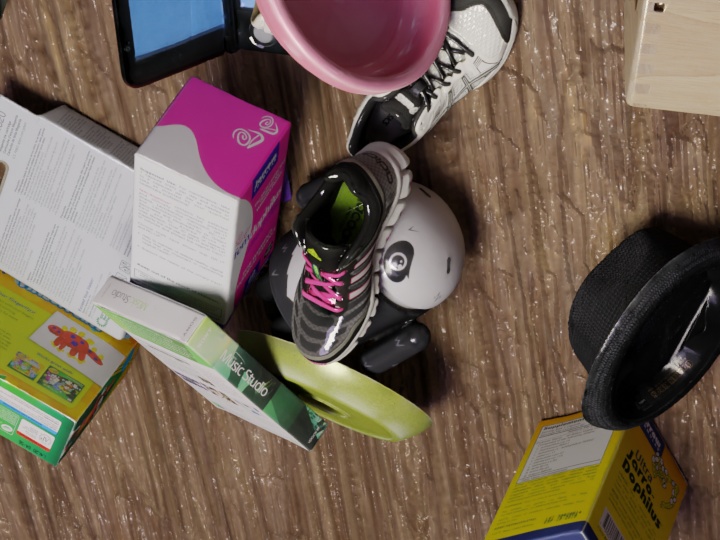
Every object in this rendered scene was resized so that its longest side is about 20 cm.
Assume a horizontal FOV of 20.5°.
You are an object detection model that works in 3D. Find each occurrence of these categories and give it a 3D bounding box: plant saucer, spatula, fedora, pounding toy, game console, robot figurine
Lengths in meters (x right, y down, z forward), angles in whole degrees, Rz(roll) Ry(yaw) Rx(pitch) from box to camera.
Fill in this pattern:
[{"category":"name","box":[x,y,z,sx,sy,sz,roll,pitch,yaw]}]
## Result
[{"category":"plant saucer","box":[-0.030,0.113,1.845,0.200,0.031,0.200,25,169,5]},{"category":"spatula","box":[-0.088,-0.030,1.855,0.056,0.021,0.200,9,126,17]},{"category":"fedora","box":[0.239,0.036,1.692,0.092,0.200,0.201,43,138,34]},{"category":"pounding toy","box":[0.269,-0.225,1.475,0.184,0.200,0.142,7,126,2]},{"category":"plant saucer","box":[-0.015,-0.234,1.572,0.051,0.201,0.201,-15,117,48]},{"category":"game console","box":[-0.106,-0.250,1.647,0.172,0.119,0.200,10,126,18]},{"category":"robot figurine","box":[-0.001,-0.001,1.769,0.200,0.125,0.150,-27,119,36]}]

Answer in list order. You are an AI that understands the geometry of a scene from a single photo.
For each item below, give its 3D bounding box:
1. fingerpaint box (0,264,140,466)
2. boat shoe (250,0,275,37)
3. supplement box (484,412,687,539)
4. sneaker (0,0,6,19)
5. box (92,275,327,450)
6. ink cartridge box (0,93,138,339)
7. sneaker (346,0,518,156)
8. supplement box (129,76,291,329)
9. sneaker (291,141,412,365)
[{"category":"fingerpaint box","box":[-0.336,0.074,1.944,0.200,0.167,0.073,29,128,1]},{"category":"boat shoe","box":[-0.060,-0.222,1.625,0.069,0.071,0.200,-38,114,10]},{"category":"supplement box","box":[0.203,0.222,1.785,0.109,0.200,0.110,-18,114,33]},{"category":"sneaker","box":[-0.368,-0.301,1.768,0.085,0.075,0.200,2,132,16]},{"category":"box","box":[-0.135,0.084,1.805,0.144,0.036,0.200,20,163,44]},{"category":"ink cartridge box","box":[-0.278,-0.057,1.908,0.200,0.043,0.196,31,128,4]},{"category":"sneaker","box":[0.059,-0.156,1.660,0.076,0.088,0.200,38,128,-2]},{"category":"supplement box","box":[-0.133,-0.056,1.731,0.103,0.101,0.200,25,147,10]},{"category":"sneaker","box":[-0.023,-0.012,1.656,0.074,0.087,0.200,30,111,26]}]
